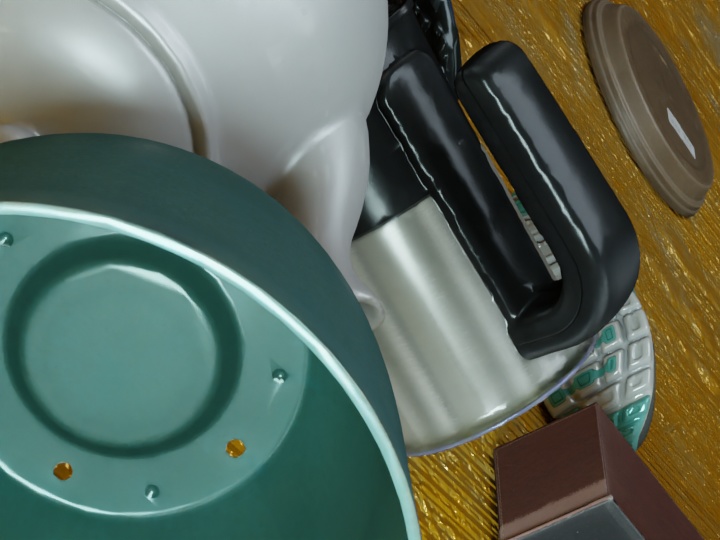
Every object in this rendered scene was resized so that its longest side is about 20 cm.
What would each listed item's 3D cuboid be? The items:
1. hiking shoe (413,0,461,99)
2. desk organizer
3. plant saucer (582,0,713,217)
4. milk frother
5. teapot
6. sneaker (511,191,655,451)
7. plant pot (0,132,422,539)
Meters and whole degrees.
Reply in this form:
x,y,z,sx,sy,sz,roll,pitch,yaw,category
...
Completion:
x,y,z,sx,sy,sz,roll,pitch,yaw,category
0.023,-0.169,1.182,0.087,0.074,0.200,19,50,-59,hiking shoe
0.151,0.170,1.115,0.200,0.072,0.077,50,24,-31,desk organizer
0.246,-0.140,1.707,0.200,0.029,0.200,49,27,-36,plant saucer
0.000,0.000,0.915,0.200,0.180,0.188,-36,103,-24,milk frother
-0.096,-0.074,0.700,0.198,0.200,0.146,67,32,-26,teapot
0.149,0.034,1.254,0.091,0.077,0.200,43,32,-49,sneaker
-0.080,0.050,0.582,0.201,0.200,0.161,58,13,-16,plant pot
